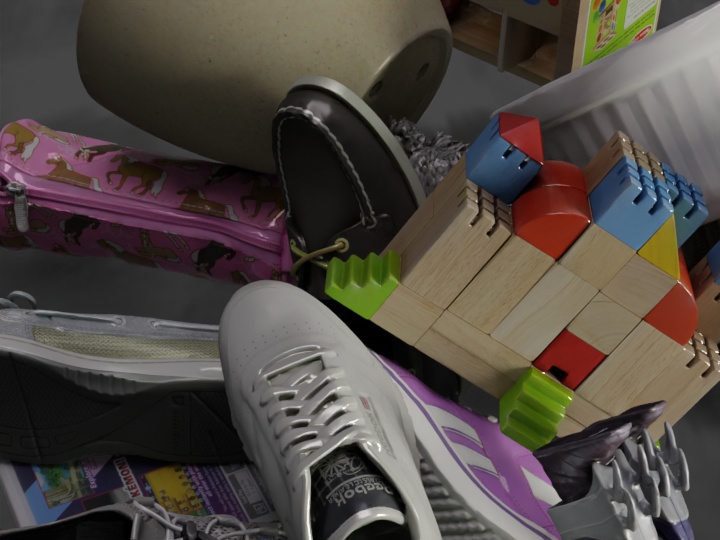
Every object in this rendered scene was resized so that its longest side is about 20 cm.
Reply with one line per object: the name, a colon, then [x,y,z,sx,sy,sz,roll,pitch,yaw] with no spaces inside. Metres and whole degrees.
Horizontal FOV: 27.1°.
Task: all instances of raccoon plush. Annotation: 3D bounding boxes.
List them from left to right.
raccoon plush: [0.057,-0.060,0.871,0.096,0.134,0.201,6,42,8]

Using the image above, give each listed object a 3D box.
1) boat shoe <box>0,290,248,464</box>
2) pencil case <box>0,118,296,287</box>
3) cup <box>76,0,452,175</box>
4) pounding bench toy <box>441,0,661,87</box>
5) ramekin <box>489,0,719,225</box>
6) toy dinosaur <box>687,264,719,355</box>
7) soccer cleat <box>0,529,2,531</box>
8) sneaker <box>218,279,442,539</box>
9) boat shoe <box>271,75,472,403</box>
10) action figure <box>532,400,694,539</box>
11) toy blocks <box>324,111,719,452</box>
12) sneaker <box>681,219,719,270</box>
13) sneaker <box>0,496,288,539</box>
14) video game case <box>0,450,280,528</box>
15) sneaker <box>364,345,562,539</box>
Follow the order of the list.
boat shoe: [-0.137,0.051,0.758,0.201,0.075,0.065,4,36,-4]
pencil case: [-0.118,-0.034,0.879,0.199,0.083,0.087,11,48,10]
cup: [-0.034,-0.131,0.823,0.143,0.201,0.200,38,52,16]
pounding bench toy: [0.141,-0.234,1.078,0.156,0.125,0.200,28,48,27]
ramekin: [0.175,-0.080,0.779,0.202,0.202,0.095,-26,92,-28]
toy dinosaur: [0.129,0.035,0.819,0.199,0.058,0.101,-6,36,-45]
soccer cleat: [-0.264,0.133,0.703,0.199,0.069,0.085,6,50,10]
sneaker: [-0.010,0.076,0.627,0.076,0.081,0.200,-27,59,-3]
boat shoe: [0.000,0.000,0.761,0.071,0.202,0.061,3,36,43]
action figure: [0.134,0.159,0.626,0.130,0.069,0.201,-16,83,-48]
toy blocks: [0.104,0.001,0.692,0.199,0.137,0.100,32,28,-15]
sneaker: [0.250,-0.058,0.925,0.108,0.070,0.200,1,38,2]
sneaker: [-0.081,0.138,0.653,0.199,0.082,0.075,-7,43,-10]
video game case: [-0.079,0.115,0.757,0.181,0.023,0.200,-17,46,-20]
sneaker: [0.057,0.096,0.730,0.200,0.073,0.114,44,38,13]
